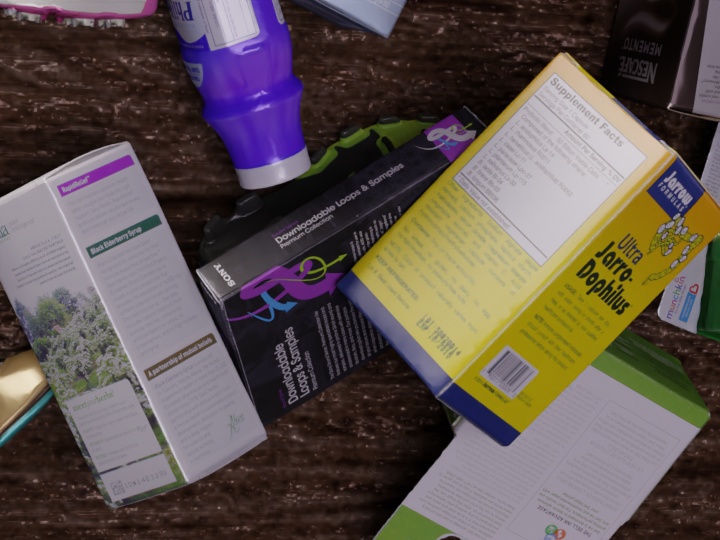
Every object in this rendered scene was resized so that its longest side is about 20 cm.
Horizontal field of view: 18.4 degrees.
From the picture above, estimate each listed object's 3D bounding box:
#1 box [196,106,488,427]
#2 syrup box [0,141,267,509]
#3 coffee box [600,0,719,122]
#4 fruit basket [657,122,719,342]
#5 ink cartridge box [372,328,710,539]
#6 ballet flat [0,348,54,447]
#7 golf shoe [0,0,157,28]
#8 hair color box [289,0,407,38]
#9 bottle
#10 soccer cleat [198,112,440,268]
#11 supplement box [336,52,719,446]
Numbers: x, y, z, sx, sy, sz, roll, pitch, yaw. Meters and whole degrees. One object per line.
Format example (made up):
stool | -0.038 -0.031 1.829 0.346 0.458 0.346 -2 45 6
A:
box | 0.000 0.000 1.387 0.200 0.036 0.143 -32 145 -15
syrup box | -0.145 0.033 1.334 0.081 0.079 0.201 -28 95 -48
coffee box | 0.230 -0.199 1.436 0.080 0.113 0.201 10 96 -20
fruit basket | 0.303 -0.033 1.520 0.185 0.094 0.201 20 78 -21
ink cartridge box | 0.110 0.122 1.480 0.148 0.076 0.200 30 108 -22
ballet flat | -0.253 0.108 1.358 0.063 0.069 0.200 40 85 -6
golf shoe | -0.212 -0.193 1.310 0.199 0.075 0.092 8 94 -21
hair color box | 0.022 -0.247 1.363 0.060 0.099 0.201 25 92 -21
bottle | -0.080 -0.150 1.355 0.065 0.084 0.201 -21 107 -13
soccer cleat | -0.014 -0.033 1.423 0.200 0.065 0.084 -29 138 -16
supplement box | 0.106 -0.011 1.351 0.200 0.109 0.109 -45 146 5
